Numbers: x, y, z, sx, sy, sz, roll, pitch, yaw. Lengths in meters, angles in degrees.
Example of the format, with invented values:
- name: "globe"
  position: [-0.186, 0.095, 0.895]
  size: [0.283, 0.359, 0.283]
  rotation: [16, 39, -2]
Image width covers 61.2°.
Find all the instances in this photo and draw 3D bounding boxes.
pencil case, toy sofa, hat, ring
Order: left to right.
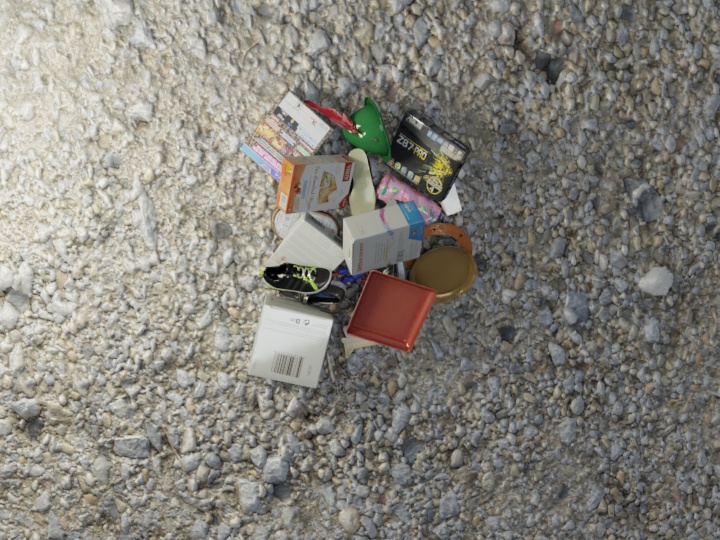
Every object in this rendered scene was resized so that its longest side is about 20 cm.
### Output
- name: "hat"
  position: [-0.035, -0.350, 1.589]
  size: [0.173, 0.166, 0.203]
  rotation: [-22, 86, -8]
- name: "toy sofa"
  position: [0.037, 0.177, 1.739]
  size: [0.196, 0.083, 0.100]
  rotation: [-10, 105, -7]
- name: "pencil case"
  position: [0.132, -0.186, 1.689]
  size: [0.198, 0.087, 0.088]
  rotation: [32, 94, -12]
- name: "ring"
  position: [0.218, -0.055, 1.719]
  size: [0.196, 0.019, 0.203]
  rotation: [-2, 130, -2]

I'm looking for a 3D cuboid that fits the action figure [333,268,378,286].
- name: "action figure"
  position: [0.000, 0.000, 1.718]
  size: [0.197, 0.052, 0.066]
  rotation: [-27, 118, -6]

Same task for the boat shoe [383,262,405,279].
- name: "boat shoe"
  position: [0.095, 0.026, 1.710]
  size: [0.067, 0.074, 0.202]
  rotation: [-2, 125, 7]

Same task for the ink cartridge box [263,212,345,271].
- name: "ink cartridge box"
  position: [-0.147, -0.042, 1.670]
  size: [0.159, 0.048, 0.200]
  rotation: [36, 123, -19]

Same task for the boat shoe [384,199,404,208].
- name: "boat shoe"
  position: [0.072, -0.116, 1.671]
  size: [0.067, 0.074, 0.200]
  rotation: [8, 133, -31]

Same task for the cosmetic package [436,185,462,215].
- name: "cosmetic package"
  position: [0.222, -0.258, 1.693]
  size: [0.050, 0.083, 0.204]
  rotation: [-20, 102, -5]

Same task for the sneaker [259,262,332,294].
- name: "sneaker"
  position: [-0.174, 0.018, 1.626]
  size: [0.196, 0.083, 0.073]
  rotation: [-4, 63, 9]

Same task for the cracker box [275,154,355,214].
- name: "cracker box"
  position: [-0.116, -0.227, 1.589]
  size: [0.197, 0.058, 0.136]
  rotation: [-12, 129, -38]

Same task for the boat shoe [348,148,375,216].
- name: "boat shoe"
  position: [0.004, -0.230, 1.668]
  size: [0.072, 0.063, 0.206]
  rotation: [-5, 97, 7]

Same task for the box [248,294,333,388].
- name: "box"
  position: [-0.193, 0.194, 1.680]
  size: [0.195, 0.131, 0.204]
  rotation: [13, 97, -11]

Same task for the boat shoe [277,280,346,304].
- name: "boat shoe"
  position: [-0.138, 0.066, 1.676]
  size: [0.196, 0.067, 0.071]
  rotation: [5, 128, 3]

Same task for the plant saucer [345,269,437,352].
- name: "plant saucer"
  position: [0.081, 0.106, 1.651]
  size: [0.196, 0.037, 0.203]
  rotation: [17, 111, -14]

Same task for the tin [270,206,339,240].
- name: "tin"
  position: [-0.151, -0.118, 1.681]
  size: [0.196, 0.042, 0.114]
  rotation: [17, 101, -12]

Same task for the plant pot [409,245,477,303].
- name: "plant pot"
  position: [0.234, 0.008, 1.735]
  size: [0.196, 0.028, 0.203]
  rotation: [-3, 126, -4]

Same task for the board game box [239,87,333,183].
- name: "board game box"
  position: [-0.194, -0.345, 1.602]
  size: [0.159, 0.097, 0.201]
  rotation: [39, 92, -13]

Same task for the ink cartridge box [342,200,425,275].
- name: "ink cartridge box"
  position: [0.055, -0.083, 1.567]
  size: [0.196, 0.085, 0.146]
  rotation: [-16, 144, -15]

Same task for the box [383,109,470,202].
- name: "box"
  position: [0.174, -0.303, 1.617]
  size: [0.199, 0.049, 0.163]
  rotation: [38, 126, 16]
